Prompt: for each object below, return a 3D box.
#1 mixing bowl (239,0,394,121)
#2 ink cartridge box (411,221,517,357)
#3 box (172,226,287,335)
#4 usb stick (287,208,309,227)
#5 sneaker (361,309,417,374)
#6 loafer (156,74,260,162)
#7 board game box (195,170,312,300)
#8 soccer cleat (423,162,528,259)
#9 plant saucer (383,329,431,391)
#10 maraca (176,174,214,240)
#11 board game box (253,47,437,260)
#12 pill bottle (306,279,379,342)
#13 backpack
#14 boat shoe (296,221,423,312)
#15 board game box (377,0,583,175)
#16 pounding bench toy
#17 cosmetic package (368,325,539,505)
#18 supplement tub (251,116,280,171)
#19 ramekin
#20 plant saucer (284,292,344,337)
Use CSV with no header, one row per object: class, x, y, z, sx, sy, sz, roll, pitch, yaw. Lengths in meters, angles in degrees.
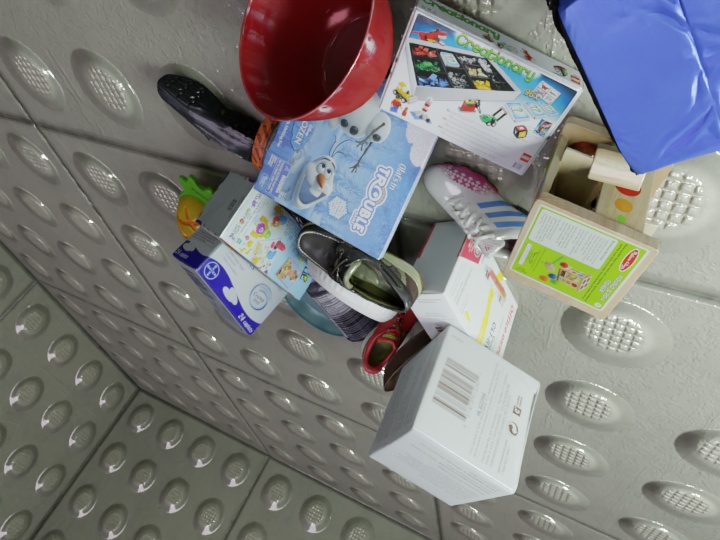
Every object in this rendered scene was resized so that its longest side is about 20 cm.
mixing bowl,-0.035,-0.254,0.599,0.194,0.209,0.107,4,177,37
ink cartridge box,0.164,0.047,0.840,0.081,0.148,0.202,-3,136,41
box,-0.216,-0.022,1.019,0.103,0.201,0.187,18,149,43
usb stick,-0.101,-0.104,0.881,0.055,0.033,0.200,40,-175,-26
sneaker,0.065,0.108,0.990,0.075,0.085,0.205,27,105,-4
loafer,-0.247,-0.247,0.881,0.196,0.069,0.071,32,140,-5
board game box,-0.162,-0.057,0.911,0.102,0.107,0.200,25,166,46
soccer cleat,0.165,-0.071,0.733,0.196,0.088,0.070,32,149,2
plant saucer,0.116,0.156,1.014,0.035,0.195,0.203,53,155,23
maraca,-0.317,-0.114,1.087,0.134,0.109,0.202,29,148,5
board game box,-0.014,-0.153,0.697,0.194,0.206,0.043,27,-171,5
pill bottle,-0.041,0.036,1.045,0.104,0.108,0.202,-6,132,45
backpack,0.243,-0.199,0.386,0.164,0.203,0.164,-13,126,37
boat shoe,-0.007,-0.006,0.741,0.196,0.066,0.074,27,120,8
board game box,0.128,-0.200,0.598,0.194,0.035,0.128,24,141,-4
pounding bench toy,0.254,-0.087,0.564,0.121,0.158,0.203,23,148,13
cosmetic package,0.136,0.225,0.806,0.163,0.171,0.201,29,149,-2
supplement tub,-0.054,-0.151,0.787,0.195,0.124,0.124,29,149,6
ramekin,0.000,0.000,0.876,0.198,0.096,0.202,33,-175,-3
plant saucer,-0.088,0.072,1.204,0.194,0.036,0.203,23,146,16
